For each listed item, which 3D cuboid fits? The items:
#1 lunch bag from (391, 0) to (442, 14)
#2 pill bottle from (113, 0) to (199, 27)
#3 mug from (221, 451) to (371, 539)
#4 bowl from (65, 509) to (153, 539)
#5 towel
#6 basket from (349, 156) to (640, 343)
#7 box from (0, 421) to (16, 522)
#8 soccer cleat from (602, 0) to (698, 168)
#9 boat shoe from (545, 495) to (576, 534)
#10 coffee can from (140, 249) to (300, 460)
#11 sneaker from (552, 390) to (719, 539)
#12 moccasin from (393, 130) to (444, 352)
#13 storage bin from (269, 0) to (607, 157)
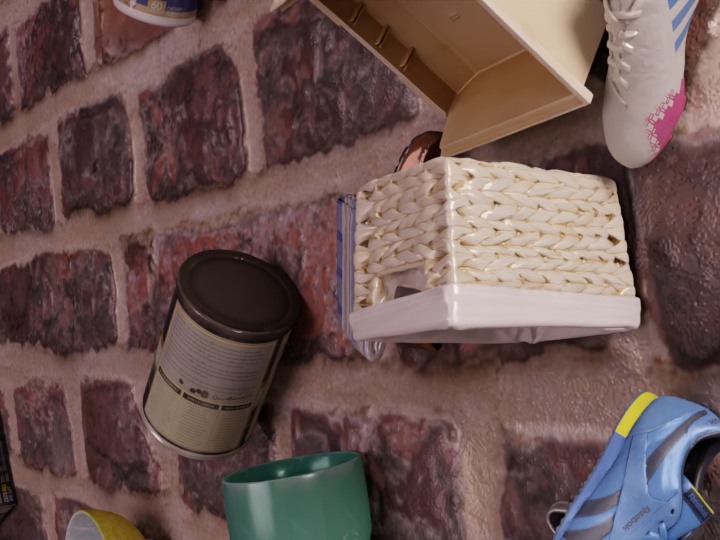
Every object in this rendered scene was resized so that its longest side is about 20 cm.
[{"bbox_3d":[0.070,-0.304,0.927,0.199,0.138,0.170,-19,97,56],"label":"lunch bag"},{"bbox_3d":[-0.243,-0.421,1.378,0.111,0.110,0.203,45,128,43],"label":"pill bottle"},{"bbox_3d":[-0.056,0.261,1.156,0.150,0.184,0.117,-11,87,30],"label":"mug"},{"bbox_3d":[-0.352,0.446,1.611,0.199,0.106,0.204,6,97,55],"label":"bowl"},{"bbox_3d":[0.000,0.000,1.078,0.200,0.023,0.150,-145,55,-79],"label":"towel"},{"bbox_3d":[0.101,-0.010,0.848,0.135,0.197,0.126,-13,77,54],"label":"basket"},{"bbox_3d":[-0.770,0.416,2.263,0.160,0.049,0.203,-43,59,50],"label":"box"},{"bbox_3d":[0.199,-0.173,0.785,0.070,0.085,0.203,35,121,48],"label":"soccer cleat"},{"bbox_3d":[0.222,0.232,0.806,0.202,0.064,0.075,42,126,45],"label":"boat shoe"},{"bbox_3d":[-0.167,0.100,1.283,0.147,0.144,0.202,53,133,38],"label":"coffee can"},{"bbox_3d":[0.194,0.180,0.770,0.078,0.066,0.201,19,69,42],"label":"sneaker"},{"bbox_3d":[0.063,-0.025,1.007,0.077,0.073,0.205,17,104,40],"label":"moccasin"},{"bbox_3d":[0.060,-0.200,0.858,0.197,0.199,0.095,-16,43,55],"label":"storage bin"}]
